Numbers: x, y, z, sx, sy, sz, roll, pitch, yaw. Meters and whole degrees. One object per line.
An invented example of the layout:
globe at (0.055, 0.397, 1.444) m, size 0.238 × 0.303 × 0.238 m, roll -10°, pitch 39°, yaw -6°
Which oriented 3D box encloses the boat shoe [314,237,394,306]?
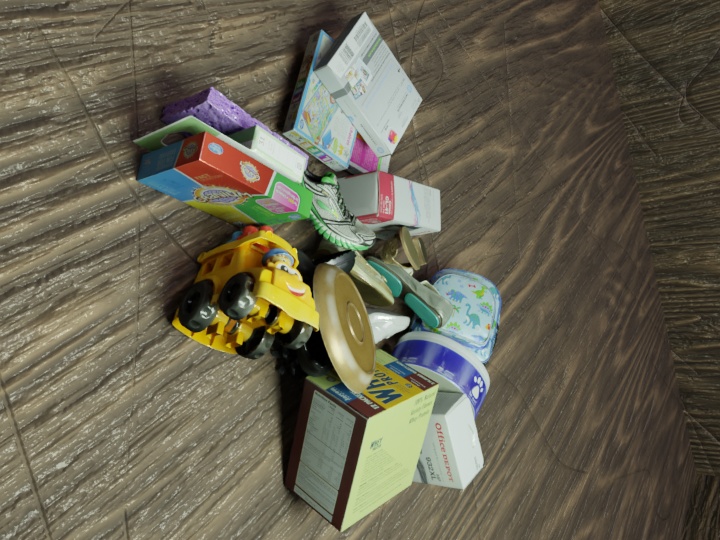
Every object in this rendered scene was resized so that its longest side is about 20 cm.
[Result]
boat shoe at (-0.002, 0.000, 1.173) m, size 0.200 × 0.072 × 0.064 m, roll 38°, pitch 59°, yaw -32°

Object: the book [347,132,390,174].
book at (-0.017, -0.259, 1.206) m, size 0.198 × 0.047 × 0.136 m, roll 23°, pitch 69°, yaw -45°

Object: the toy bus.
toy bus at (-0.148, 0.011, 0.901) m, size 0.135 × 0.198 × 0.195 m, roll 36°, pitch 52°, yaw -39°

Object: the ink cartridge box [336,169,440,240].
ink cartridge box at (0.039, -0.116, 1.175) m, size 0.198 × 0.146 × 0.088 m, roll 9°, pitch 78°, yaw -48°

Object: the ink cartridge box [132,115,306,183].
ink cartridge box at (-0.195, -0.170, 0.897) m, size 0.199 × 0.144 × 0.049 m, roll 30°, pitch 62°, yaw -44°

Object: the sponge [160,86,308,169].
sponge at (-0.183, -0.195, 0.942) m, size 0.199 × 0.110 × 0.030 m, roll 31°, pitch 62°, yaw -44°

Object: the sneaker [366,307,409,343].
sneaker at (0.014, 0.119, 1.188) m, size 0.198 × 0.074 × 0.091 m, roll 1°, pitch 97°, yaw -45°

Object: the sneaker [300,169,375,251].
sneaker at (-0.051, -0.107, 1.047) m, size 0.199 × 0.085 × 0.078 m, roll 38°, pitch 17°, yaw -11°

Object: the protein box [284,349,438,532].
protein box at (0.002, 0.267, 1.038) m, size 0.197 × 0.134 × 0.204 m, roll -11°, pitch 120°, yaw -50°

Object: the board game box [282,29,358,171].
board game box at (-0.055, -0.298, 1.121) m, size 0.133 × 0.034 × 0.204 m, roll 29°, pitch 66°, yaw -39°

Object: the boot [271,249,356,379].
boot at (-0.068, 0.073, 1.049) m, size 0.196 × 0.073 × 0.165 m, roll -27°, pitch 100°, yaw -26°

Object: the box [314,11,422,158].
box at (0.020, -0.334, 1.148) m, size 0.200 × 0.041 × 0.157 m, roll 47°, pitch 56°, yaw -30°

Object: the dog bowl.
dog bowl at (0.144, 0.214, 1.221) m, size 0.201 × 0.198 × 0.079 m, roll 56°, pitch 50°, yaw -29°

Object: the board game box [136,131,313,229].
board game box at (-0.188, -0.118, 0.895) m, size 0.199 × 0.151 × 0.041 m, roll 25°, pitch 67°, yaw -45°

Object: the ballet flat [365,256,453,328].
ballet flat at (0.095, 0.031, 1.224) m, size 0.199 × 0.068 × 0.064 m, roll 40°, pitch 57°, yaw 12°

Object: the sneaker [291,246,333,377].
sneaker at (-0.077, 0.058, 0.953) m, size 0.075 × 0.091 × 0.204 m, roll -18°, pitch 85°, yaw -12°

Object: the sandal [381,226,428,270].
sandal at (0.074, -0.030, 1.183) m, size 0.211 × 0.068 × 0.079 m, roll 5°, pitch 68°, yaw -74°

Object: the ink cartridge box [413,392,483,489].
ink cartridge box at (0.110, 0.306, 1.167) m, size 0.083 × 0.197 × 0.148 m, roll -27°, pitch 106°, yaw -48°

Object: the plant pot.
plant pot at (-0.017, 0.082, 0.953) m, size 0.200 × 0.027 × 0.204 m, roll -19°, pitch 91°, yaw -75°

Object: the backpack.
backpack at (0.203, 0.094, 1.310) m, size 0.148 × 0.180 × 0.202 m, roll 99°, pitch 11°, yaw -53°
